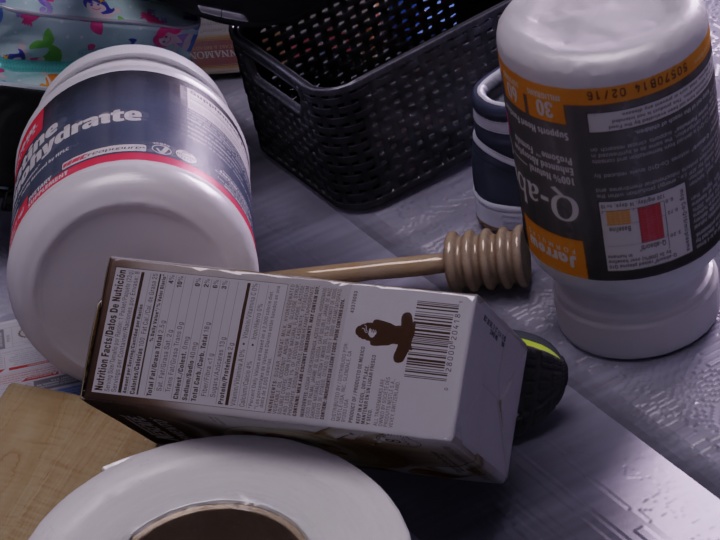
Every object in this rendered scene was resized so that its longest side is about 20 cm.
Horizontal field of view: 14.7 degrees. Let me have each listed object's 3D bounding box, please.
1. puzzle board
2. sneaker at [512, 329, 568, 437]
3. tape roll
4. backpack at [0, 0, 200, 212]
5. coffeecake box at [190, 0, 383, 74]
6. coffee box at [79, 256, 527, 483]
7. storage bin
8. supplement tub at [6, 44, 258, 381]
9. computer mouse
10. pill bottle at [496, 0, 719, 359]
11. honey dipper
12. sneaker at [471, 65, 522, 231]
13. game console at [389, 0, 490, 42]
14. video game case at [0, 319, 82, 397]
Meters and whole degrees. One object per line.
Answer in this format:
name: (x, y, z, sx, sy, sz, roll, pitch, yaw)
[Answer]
puzzle board: (-0.162, 0.145, 1.471, 0.150, 0.017, 0.200, 10, 46, 20)
sneaker: (0.017, 0.049, 1.538, 0.199, 0.074, 0.081, 1, 30, 13)
tape roll: (-0.069, 0.173, 1.357, 0.202, 0.071, 0.203, -6, 41, 5)
backpack: (-0.193, -0.134, 1.796, 0.177, 0.151, 0.200, 5, 20, -20)
coffeecake box: (-0.074, -0.237, 1.868, 0.153, 0.201, 0.073, -4, 32, 10)
coffee box: (-0.027, 0.052, 1.436, 0.199, 0.114, 0.080, 6, 76, 19)
storage bin: (0.033, -0.138, 1.780, 0.200, 0.094, 0.135, -28, 37, -20)
supplement tub: (-0.131, -0.035, 1.608, 0.140, 0.141, 0.200, -11, 28, 1)
computer mouse: (-0.119, -0.200, 1.756, 0.199, 0.046, 0.141, 2, 36, -23)
pill bottle: (0.143, -0.058, 1.540, 0.116, 0.201, 0.117, -8, 33, 5)
honey dipper: (0.000, 0.000, 1.645, 0.199, 0.038, 0.038, -5, 34, 12)
sneaker: (0.161, -0.085, 1.658, 0.199, 0.109, 0.070, -7, 34, 6)
game console: (0.124, -0.222, 1.955, 0.199, 0.119, 0.171, -4, 3, 10)
video game case: (-0.190, 0.088, 1.586, 0.143, 0.018, 0.200, -12, 33, -2)
